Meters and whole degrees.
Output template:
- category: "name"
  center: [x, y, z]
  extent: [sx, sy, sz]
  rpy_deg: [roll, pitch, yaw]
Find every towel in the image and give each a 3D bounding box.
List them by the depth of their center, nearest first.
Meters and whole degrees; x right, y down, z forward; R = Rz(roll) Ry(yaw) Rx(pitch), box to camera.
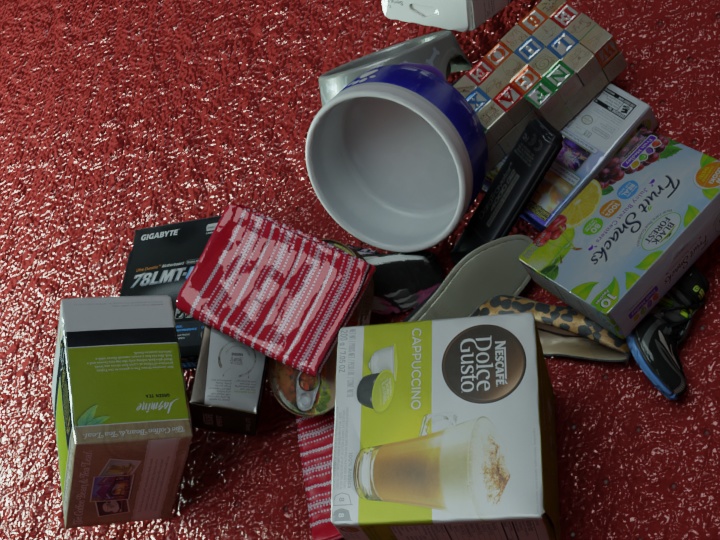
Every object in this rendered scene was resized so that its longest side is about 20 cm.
- category: "towel"
  center: [-0.099, 0.017, 1.348]
  extent: [0.198, 0.023, 0.146]
  rpy_deg: [24, 77, 23]
- category: "towel"
  center: [-0.006, 0.197, 1.355]
  extent: [0.143, 0.022, 0.202]
  rpy_deg: [-23, 55, 17]

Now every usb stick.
- category: "usb stick"
  center: [0.163, -0.078, 1.357]
  extent: [0.056, 0.032, 0.201]
  rpy_deg: [54, 125, 41]

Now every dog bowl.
- category: "dog bowl"
  center: [0.042, -0.126, 1.362]
  extent: [0.198, 0.202, 0.079]
  rpy_deg: [1, 31, 31]
- category: "dog bowl"
  center: [0.038, -0.240, 1.480]
  extent: [0.198, 0.059, 0.200]
  rpy_deg: [-20, 13, 5]

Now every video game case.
- category: "video game case"
  center: [0.215, -0.157, 1.415]
  extent: [0.182, 0.045, 0.200]
  rpy_deg: [-48, 51, -2]

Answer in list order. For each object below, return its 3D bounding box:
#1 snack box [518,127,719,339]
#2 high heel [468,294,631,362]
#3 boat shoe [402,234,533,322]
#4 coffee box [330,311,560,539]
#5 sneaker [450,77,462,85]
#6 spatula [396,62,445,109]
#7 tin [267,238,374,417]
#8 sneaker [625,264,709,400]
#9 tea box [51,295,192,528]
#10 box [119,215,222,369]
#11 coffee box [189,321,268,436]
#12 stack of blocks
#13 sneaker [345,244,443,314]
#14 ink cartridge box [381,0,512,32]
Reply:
- category: "snack box"
  center: [0.280, -0.042, 1.237]
  extent: [0.200, 0.053, 0.142]
  rpy_deg: [-46, 42, -7]
- category: "high heel"
  center: [0.185, 0.086, 1.279]
  extent: [0.199, 0.072, 0.143]
  rpy_deg: [-34, 45, -1]
- category: "boat shoe"
  center: [0.114, 0.030, 1.355]
  extent: [0.200, 0.073, 0.063]
  rpy_deg: [-42, 6, -1]
- category: "coffee box"
  center: [0.091, 0.178, 1.181]
  extent: [0.195, 0.200, 0.202]
  rpy_deg: [-5, 61, 12]
- category: "sneaker"
  center: [0.051, -0.178, 1.502]
  extent: [0.199, 0.081, 0.115]
  rpy_deg: [-43, 53, 5]
- category: "spatula"
  center: [0.076, -0.159, 1.410]
  extent: [0.056, 0.201, 0.021]
  rpy_deg: [6, 51, 13]
- category: "tin"
  center: [-0.043, 0.066, 1.371]
  extent: [0.111, 0.042, 0.203]
  rpy_deg: [6, 84, 32]
- category: "sneaker"
  center: [0.315, 0.034, 1.234]
  extent: [0.082, 0.071, 0.202]
  rpy_deg: [-14, 55, 31]
- category: "tea box"
  center: [-0.286, 0.166, 1.413]
  extent: [0.132, 0.201, 0.198]
  rpy_deg: [-1, 53, -19]
- category: "box"
  center: [-0.225, 0.030, 1.571]
  extent: [0.198, 0.050, 0.201]
  rpy_deg: [-6, 63, 27]
- category: "coffee box"
  center: [-0.143, 0.080, 1.417]
  extent: [0.079, 0.115, 0.202]
  rpy_deg: [9, 68, -1]
- category: "stack of blocks"
  center: [0.193, -0.212, 1.391]
  extent: [0.200, 0.059, 0.115]
  rpy_deg: [-43, 51, 4]
- category: "sneaker"
  center: [0.000, 0.000, 1.438]
  extent: [0.198, 0.081, 0.087]
  rpy_deg: [-10, 41, 16]
- category: "ink cartridge box"
  center: [0.135, -0.386, 1.513]
  extent: [0.145, 0.085, 0.200]
  rpy_deg: [17, 43, 35]
